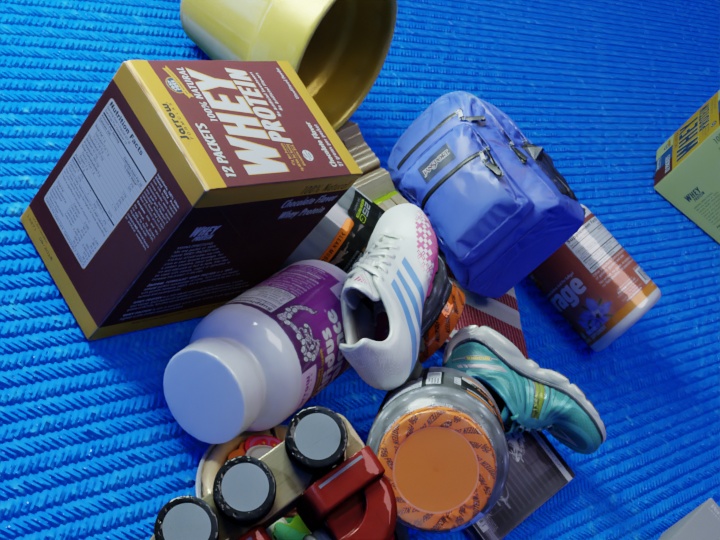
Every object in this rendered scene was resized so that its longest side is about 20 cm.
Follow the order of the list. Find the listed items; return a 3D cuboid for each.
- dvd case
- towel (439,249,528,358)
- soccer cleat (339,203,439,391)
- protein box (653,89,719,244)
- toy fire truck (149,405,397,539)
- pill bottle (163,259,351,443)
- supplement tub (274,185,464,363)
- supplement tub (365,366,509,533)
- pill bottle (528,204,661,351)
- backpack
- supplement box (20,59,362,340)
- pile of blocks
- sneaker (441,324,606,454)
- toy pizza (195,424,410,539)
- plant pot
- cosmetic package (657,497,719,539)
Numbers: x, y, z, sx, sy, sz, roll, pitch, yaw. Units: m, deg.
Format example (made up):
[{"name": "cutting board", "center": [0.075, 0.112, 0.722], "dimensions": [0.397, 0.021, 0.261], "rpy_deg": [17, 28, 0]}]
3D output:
[{"name": "dvd case", "center": [0.129, 0.187, 1.249], "dimensions": [0.149, 0.016, 0.199], "rpy_deg": [52, 35, 12]}, {"name": "towel", "center": [0.128, 0.030, 1.411], "dimensions": [0.143, 0.023, 0.201], "rpy_deg": [24, 39, -28]}, {"name": "soccer cleat", "center": [0.023, 0.008, 1.081], "dimensions": [0.086, 0.069, 0.202], "rpy_deg": [41, 41, -38]}, {"name": "protein box", "center": [0.613, -0.167, 1.974], "dimensions": [0.199, 0.199, 0.135], "rpy_deg": [37, 34, -9]}, {"name": "toy fire truck", "center": [-0.035, 0.221, 0.878], "dimensions": [0.175, 0.129, 0.201], "rpy_deg": [-32, 76, -18]}, {"name": "pill bottle", "center": [-0.080, 0.071, 1.065], "dimensions": [0.112, 0.112, 0.200], "rpy_deg": [48, 34, 5]}, {"name": "supplement tub", "center": [0.000, 0.000, 1.212], "dimensions": [0.199, 0.122, 0.123], "rpy_deg": [37, 34, -16]}, {"name": "supplement tub", "center": [0.067, 0.154, 1.059], "dimensions": [0.123, 0.123, 0.200], "rpy_deg": [45, 5, 1]}, {"name": "pill bottle", "center": [0.268, -0.008, 1.519], "dimensions": [0.200, 0.112, 0.112], "rpy_deg": [49, 34, 8]}, {"name": "backpack", "center": [0.128, -0.100, 1.360], "dimensions": [0.201, 0.162, 0.167], "rpy_deg": [58, 16, 26]}, {"name": "supplement box", "center": [-0.146, -0.065, 1.061], "dimensions": [0.196, 0.200, 0.133], "rpy_deg": [-12, 62, -51]}, {"name": "pile of blocks", "center": [0.002, -0.086, 1.383], "dimensions": [0.062, 0.082, 0.201], "rpy_deg": [-24, 54, -9]}, {"name": "sneaker", "center": [0.166, 0.141, 1.279], "dimensions": [0.199, 0.078, 0.080], "rpy_deg": [32, 54, -9]}, {"name": "toy pizza", "center": [-0.041, 0.197, 1.013], "dimensions": [0.198, 0.032, 0.201], "rpy_deg": [23, 32, -15]}, {"name": "plant pot", "center": [-0.089, -0.274, 1.356], "dimensions": [0.188, 0.202, 0.200], "rpy_deg": [32, 29, 21]}, {"name": "cosmetic package", "center": [0.335, 0.327, 1.256], "dimensions": [0.107, 0.090, 0.199], "rpy_deg": [49, 37, 13]}]
